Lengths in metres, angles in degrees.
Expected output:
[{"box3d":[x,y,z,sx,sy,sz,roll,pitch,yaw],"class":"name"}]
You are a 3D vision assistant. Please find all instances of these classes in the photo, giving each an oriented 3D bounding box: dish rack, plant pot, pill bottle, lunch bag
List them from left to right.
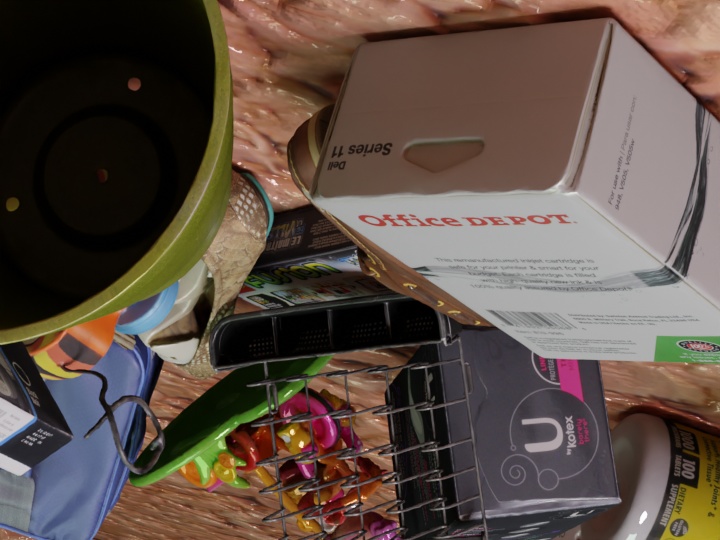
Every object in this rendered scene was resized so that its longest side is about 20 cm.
[{"box3d":[-0.136,-0.058,0.781,0.200,0.201,0.193,13,174,9],"class":"plant pot"},{"box3d":[-0.211,0.081,1.215,0.135,0.201,0.132,15,-154,-3],"class":"lunch bag"},{"box3d":[0.000,0.116,1.023,0.153,0.201,0.055,-8,179,28],"class":"dish rack"},{"box3d":[0.269,0.183,1.263,0.199,0.113,0.112,19,162,-12],"class":"pill bottle"}]

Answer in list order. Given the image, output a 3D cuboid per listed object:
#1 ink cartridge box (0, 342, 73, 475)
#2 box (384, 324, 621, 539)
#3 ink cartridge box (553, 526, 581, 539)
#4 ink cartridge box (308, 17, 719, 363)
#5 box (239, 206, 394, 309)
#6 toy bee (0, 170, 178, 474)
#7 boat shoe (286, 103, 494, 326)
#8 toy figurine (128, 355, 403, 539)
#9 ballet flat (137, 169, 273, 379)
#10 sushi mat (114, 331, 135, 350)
[{"box3d":[-0.214,0.001,0.850,0.200,0.039,0.099,55,-178,21],"class":"ink cartridge box"},{"box3d":[0.087,0.111,1.142,0.106,0.123,0.200,-5,166,-9],"class":"box"},{"box3d":[0.272,0.232,1.458,0.200,0.084,0.145,24,160,-26],"class":"ink cartridge box"},{"box3d":[0.097,-0.029,0.805,0.146,0.083,0.200,1,158,40],"class":"ink cartridge box"},{"box3d":[0.000,0.000,1.059,0.110,0.035,0.200,26,160,-30],"class":"box"},{"box3d":[-0.160,0.009,0.926,0.108,0.200,0.131,-13,127,24],"class":"toy bee"},{"box3d":[0.027,-0.017,0.899,0.067,0.072,0.200,-23,144,32],"class":"boat shoe"},{"box3d":[-0.028,0.154,1.175,0.184,0.150,0.200,52,138,-9],"class":"toy figurine"},{"box3d":[-0.106,0.011,1.054,0.071,0.065,0.200,52,148,22],"class":"ballet flat"},{"box3d":[-0.198,-0.024,1.078,0.012,0.096,0.200,-24,150,14],"class":"sushi mat"}]
